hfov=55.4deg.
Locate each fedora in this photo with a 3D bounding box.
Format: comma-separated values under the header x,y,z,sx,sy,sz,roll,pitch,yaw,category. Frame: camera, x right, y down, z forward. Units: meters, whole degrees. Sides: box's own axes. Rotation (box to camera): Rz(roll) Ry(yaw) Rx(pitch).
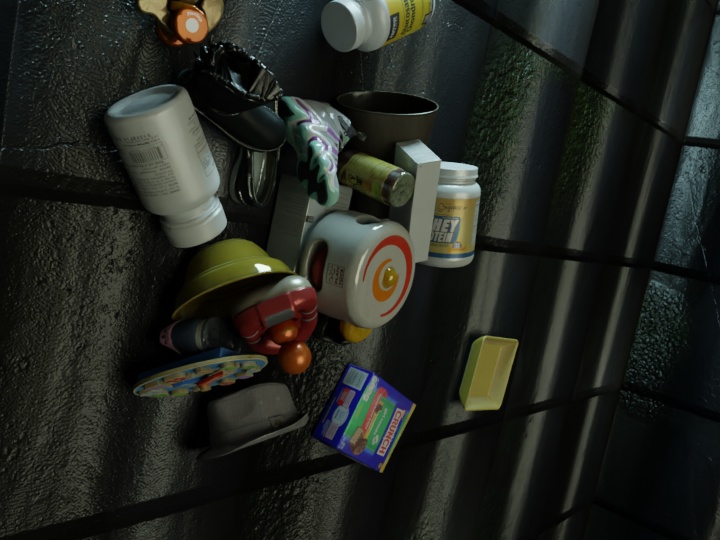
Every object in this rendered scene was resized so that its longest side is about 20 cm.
x,y,z,sx,sy,sz,roll,pitch,yaw,category
-0.187,0.241,1.147,0.199,0.177,0.091,-12,82,-32,fedora

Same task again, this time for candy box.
x,y,z,sx,sy,sz,roll,pitch,yaw,category
0.012,0.315,1.444,0.200,0.077,0.170,44,69,-49,candy box

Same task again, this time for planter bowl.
x,y,z,sx,sy,sz,roll,pitch,yaw,category
-0.201,0.007,1.044,0.200,0.200,0.084,-7,70,-48,planter bowl

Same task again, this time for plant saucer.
x,y,z,sx,sy,sz,roll,pitch,yaw,category
0.334,0.270,1.829,0.200,0.048,0.201,12,93,-51,plant saucer

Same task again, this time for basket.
x,y,z,sx,sy,sz,roll,pitch,yaw,category
0.041,-0.207,1.243,0.136,0.179,0.201,-71,167,-59,basket

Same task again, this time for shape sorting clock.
x,y,z,sx,sy,sz,roll,pitch,yaw,category
-0.236,0.160,1.021,0.200,0.200,0.039,11,59,-51,shape sorting clock

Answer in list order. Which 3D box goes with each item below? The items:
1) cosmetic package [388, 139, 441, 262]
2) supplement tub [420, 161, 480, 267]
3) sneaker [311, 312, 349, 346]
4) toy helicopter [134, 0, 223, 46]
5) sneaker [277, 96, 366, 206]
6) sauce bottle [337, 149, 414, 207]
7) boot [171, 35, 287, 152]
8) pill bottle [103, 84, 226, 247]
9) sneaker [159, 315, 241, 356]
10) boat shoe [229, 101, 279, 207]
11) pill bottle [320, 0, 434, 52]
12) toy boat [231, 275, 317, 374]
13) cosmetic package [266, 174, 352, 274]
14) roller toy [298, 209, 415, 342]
x,y,z,sx,sy,sz,roll,pitch,yaw,category
0.091,-0.117,1.192,0.050,0.083,0.201,-11,129,-20,cosmetic package
0.173,-0.118,1.425,0.144,0.144,0.201,-14,113,-46,supplement tub
-0.035,0.112,1.296,0.200,0.099,0.070,13,95,-50,sneaker
-0.257,-0.394,0.882,0.200,0.079,0.133,40,79,-35,toy helicopter
-0.043,-0.200,1.114,0.139,0.078,0.201,-12,72,-36,sneaker
0.001,-0.166,1.159,0.065,0.200,0.065,-26,130,-36,sauce bottle
-0.157,-0.235,0.944,0.198,0.162,0.074,27,75,-30,boot
-0.257,-0.138,0.937,0.114,0.114,0.201,-41,131,-33,pill bottle
-0.243,0.103,1.069,0.200,0.082,0.071,59,31,-76,sneaker
-0.154,-0.198,1.078,0.075,0.060,0.201,-5,107,-49,boat shoe
0.029,-0.441,1.166,0.200,0.112,0.112,-37,129,-36,pill bottle
-0.117,0.098,1.056,0.130,0.131,0.200,-22,167,-9,toy boat
-0.094,-0.057,1.183,0.113,0.081,0.201,1,101,-52,cosmetic package
0.000,0.000,1.144,0.200,0.139,0.183,-53,139,-25,roller toy
